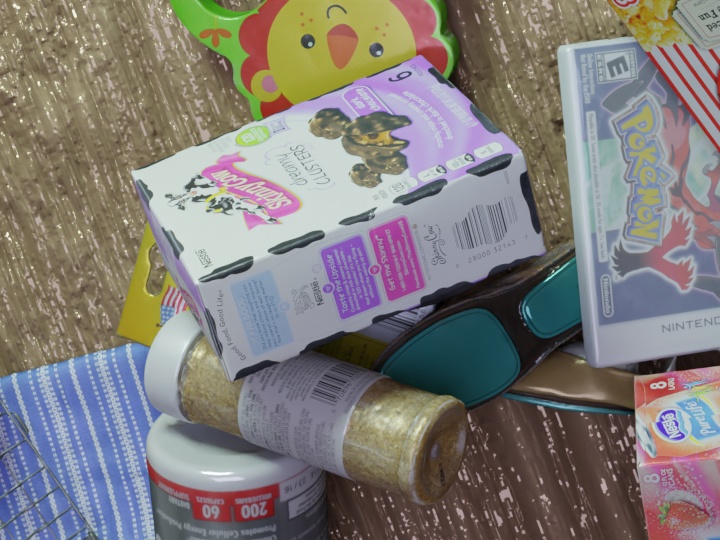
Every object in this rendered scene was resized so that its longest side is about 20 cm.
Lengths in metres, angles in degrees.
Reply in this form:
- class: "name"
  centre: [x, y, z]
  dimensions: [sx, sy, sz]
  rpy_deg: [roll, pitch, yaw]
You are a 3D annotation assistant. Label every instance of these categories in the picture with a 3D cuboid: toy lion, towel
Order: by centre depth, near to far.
- class: "toy lion"
  centre: [-0.032, -0.169, 1.279]
  dimensions: [0.200, 0.069, 0.192]
  rpy_deg: [15, 109, 7]
- class: "towel"
  centre: [-0.204, 0.137, 1.376]
  dimensions: [0.200, 0.024, 0.145]
  rpy_deg: [-15, 96, 12]

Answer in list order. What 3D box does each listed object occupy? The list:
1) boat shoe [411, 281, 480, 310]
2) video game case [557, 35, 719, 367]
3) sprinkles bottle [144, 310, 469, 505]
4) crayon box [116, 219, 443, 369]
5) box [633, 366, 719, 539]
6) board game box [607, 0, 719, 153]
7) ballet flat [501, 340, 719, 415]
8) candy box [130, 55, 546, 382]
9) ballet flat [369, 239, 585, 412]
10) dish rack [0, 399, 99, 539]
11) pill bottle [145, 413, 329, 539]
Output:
- class: "boat shoe"
  centre: [0.000, 0.000, 1.247]
  dimensions: [0.200, 0.057, 0.067]
  rpy_deg: [-13, 96, 11]
- class: "video game case"
  centre: [0.219, -0.050, 1.237]
  dimensions: [0.182, 0.023, 0.200]
  rpy_deg: [-8, 99, -12]
- class: "sprinkles bottle"
  centre: [-0.035, 0.081, 1.208]
  dimensions: [0.200, 0.068, 0.068]
  rpy_deg: [17, 103, 30]
- class: "crayon box"
  centre: [-0.047, 0.012, 1.313]
  dimensions: [0.200, 0.051, 0.127]
  rpy_deg: [19, 102, 5]
- class: "box"
  centre: [0.230, 0.164, 1.235]
  dimensions: [0.103, 0.095, 0.200]
  rpy_deg: [-8, 122, 11]
- class: "board game box"
  centre: [0.245, -0.126, 1.143]
  dimensions: [0.200, 0.046, 0.151]
  rpy_deg: [51, 149, -14]
- class: "ballet flat"
  centre: [0.186, 0.069, 1.281]
  dimensions: [0.200, 0.069, 0.063]
  rpy_deg: [11, 92, -1]
- class: "candy box"
  centre: [-0.017, -0.036, 1.177]
  dimensions: [0.200, 0.168, 0.072]
  rpy_deg: [-23, 121, -9]
- class: "ballet flat"
  centre: [0.090, 0.037, 1.264]
  dimensions: [0.200, 0.067, 0.068]
  rpy_deg: [-26, 98, -9]
- class: "dish rack"
  centre: [-0.264, 0.181, 1.360]
  dimensions: [0.153, 0.055, 0.200]
  rpy_deg: [-35, 90, 16]
- class: "pill bottle"
  centre: [-0.075, 0.188, 1.299]
  dimensions: [0.114, 0.114, 0.200]
  rpy_deg: [1, 116, 9]
